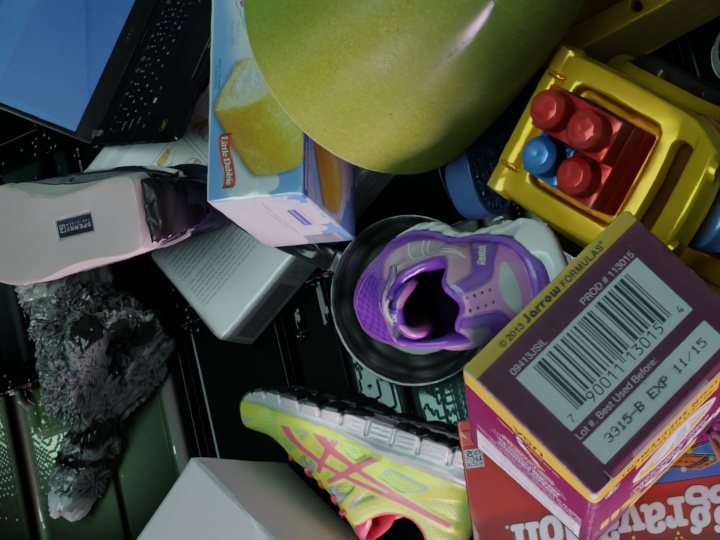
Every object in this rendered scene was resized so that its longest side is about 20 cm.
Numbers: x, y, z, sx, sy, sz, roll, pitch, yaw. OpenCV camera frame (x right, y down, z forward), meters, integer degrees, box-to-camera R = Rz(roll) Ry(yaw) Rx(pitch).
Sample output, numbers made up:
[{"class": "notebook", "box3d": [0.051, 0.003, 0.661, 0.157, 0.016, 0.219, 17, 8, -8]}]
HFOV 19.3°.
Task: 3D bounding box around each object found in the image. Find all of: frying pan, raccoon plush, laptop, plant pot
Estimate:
[{"class": "frying pan", "box3d": [0.001, 0.017, 1.432, 0.190, 0.031, 0.115, 4, 96, 20]}, {"class": "raccoon plush", "box3d": [-0.227, 0.066, 1.545, 0.134, 0.097, 0.200, 35, 102, 36]}, {"class": "laptop", "box3d": [-0.179, -0.188, 1.505, 0.200, 0.103, 0.177, 3, 67, 57]}, {"class": "plant pot", "box3d": [0.059, -0.179, 1.268, 0.200, 0.187, 0.187, -30, 68, 52]}]

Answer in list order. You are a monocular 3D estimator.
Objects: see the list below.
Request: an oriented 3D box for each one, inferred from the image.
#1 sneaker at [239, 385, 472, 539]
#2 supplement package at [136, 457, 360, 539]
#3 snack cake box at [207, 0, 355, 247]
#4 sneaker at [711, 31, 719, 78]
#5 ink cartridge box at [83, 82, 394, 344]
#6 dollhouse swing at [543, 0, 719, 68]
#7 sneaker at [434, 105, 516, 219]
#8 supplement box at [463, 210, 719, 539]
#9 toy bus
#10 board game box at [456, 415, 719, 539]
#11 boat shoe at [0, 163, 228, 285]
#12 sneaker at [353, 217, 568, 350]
[{"class": "sneaker", "box3d": [-0.003, 0.133, 1.414, 0.200, 0.078, 0.090, 19, 100, 32]}, {"class": "supplement package", "box3d": [-0.097, 0.241, 1.428, 0.121, 0.120, 0.200, 42, 105, 28]}, {"class": "snack cake box", "box3d": [-0.049, -0.126, 1.392, 0.067, 0.115, 0.200, -5, 75, 17]}, {"class": "sneaker", "box3d": [0.285, -0.152, 1.266, 0.200, 0.077, 0.078, -16, 77, 47]}, {"class": "ink cartridge box", "box3d": [-0.078, -0.079, 1.498, 0.200, 0.045, 0.176, -49, 65, 15]}, {"class": "dollhouse swing", "box3d": [0.121, -0.242, 1.328, 0.182, 0.176, 0.200, -27, 72, 24]}, {"class": "sneaker", "box3d": [0.049, -0.122, 1.422, 0.078, 0.070, 0.200, -21, 71, 35]}, {"class": "supplement box", "box3d": [0.139, 0.068, 1.204, 0.131, 0.200, 0.103, -45, 77, -7]}, {"class": "toy bus", "box3d": [0.179, -0.052, 1.265, 0.200, 0.192, 0.136, 32, 99, 27]}, {"class": "board game box", "box3d": [0.165, 0.130, 1.301, 0.200, 0.019, 0.103, -8, 79, 3]}, {"class": "boat shoe", "box3d": [-0.183, -0.034, 1.481, 0.200, 0.093, 0.075, -3, 96, 39]}, {"class": "sneaker", "box3d": [0.043, 0.017, 1.318, 0.200, 0.088, 0.081, -11, 102, 59]}]
